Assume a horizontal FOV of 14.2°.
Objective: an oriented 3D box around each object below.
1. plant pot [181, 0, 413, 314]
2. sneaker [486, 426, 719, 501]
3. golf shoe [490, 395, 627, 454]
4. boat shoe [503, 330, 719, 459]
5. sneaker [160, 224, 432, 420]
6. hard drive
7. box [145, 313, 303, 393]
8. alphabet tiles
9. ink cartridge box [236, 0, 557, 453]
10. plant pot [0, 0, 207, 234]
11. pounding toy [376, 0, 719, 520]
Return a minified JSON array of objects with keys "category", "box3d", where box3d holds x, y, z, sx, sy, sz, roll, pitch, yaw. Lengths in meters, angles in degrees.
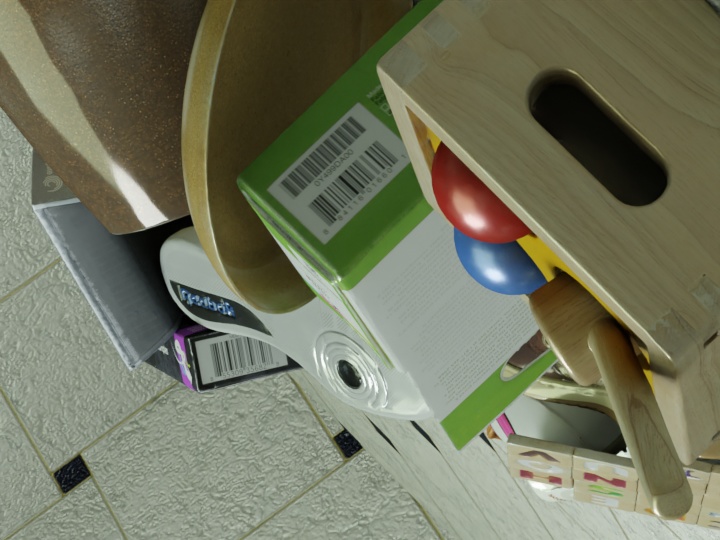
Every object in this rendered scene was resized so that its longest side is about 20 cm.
[{"category":"plant pot","box3d":[-0.030,-0.081,1.296,0.027,0.201,0.200,13,158,25]},{"category":"sneaker","box3d":[0.145,0.100,1.580,0.073,0.085,0.200,20,-176,-39]},{"category":"golf shoe","box3d":[0.080,0.041,1.541,0.092,0.073,0.200,49,179,-35]},{"category":"boat shoe","box3d":[0.124,0.031,1.417,0.200,0.072,0.072,25,116,49]},{"category":"sneaker","box3d":[0.000,0.000,1.470,0.199,0.112,0.073,25,136,39]},{"category":"hard drive","box3d":[-0.131,-0.057,1.565,0.201,0.042,0.135,-92,-21,-51]},{"category":"box","box3d":[-0.051,0.025,1.612,0.200,0.142,0.036,-165,63,-72]},{"category":"alphabet tiles","box3d":[0.170,0.112,1.428,0.199,0.008,0.167,11,168,7]},{"category":"ink cartridge box","box3d":[0.047,-0.022,1.304,0.076,0.148,0.200,43,173,30]},{"category":"plant pot","box3d":[-0.112,-0.126,1.336,0.201,0.186,0.187,68,170,-11]},{"category":"pounding toy","box3d":[0.099,-0.007,1.060,0.200,0.142,0.184,46,174,18]}]
